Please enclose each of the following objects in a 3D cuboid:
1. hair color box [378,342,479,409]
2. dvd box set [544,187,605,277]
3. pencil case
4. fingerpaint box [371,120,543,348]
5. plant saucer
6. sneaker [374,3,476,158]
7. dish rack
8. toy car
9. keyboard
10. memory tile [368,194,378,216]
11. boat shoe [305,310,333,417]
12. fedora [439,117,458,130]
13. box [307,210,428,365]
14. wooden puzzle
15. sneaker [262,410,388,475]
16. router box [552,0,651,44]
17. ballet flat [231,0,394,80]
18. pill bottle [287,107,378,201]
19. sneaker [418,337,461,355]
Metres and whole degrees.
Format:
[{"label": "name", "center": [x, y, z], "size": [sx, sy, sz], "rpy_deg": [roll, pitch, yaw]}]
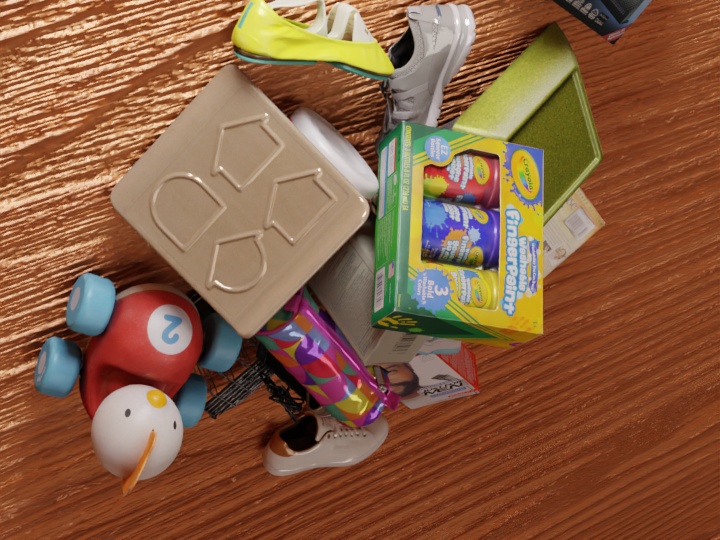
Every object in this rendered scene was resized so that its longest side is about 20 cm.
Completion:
[{"label": "hair color box", "center": [0.080, 0.126, 1.734], "size": [0.109, 0.065, 0.200], "rpy_deg": [-15, 153, 20]}, {"label": "dvd box set", "center": [0.206, -0.047, 1.645], "size": [0.200, 0.029, 0.146], "rpy_deg": [-42, 123, 4]}, {"label": "pencil case", "center": [-0.041, 0.096, 1.441], "size": [0.088, 0.089, 0.200], "rpy_deg": [-40, 124, 6]}, {"label": "fingerpaint box", "center": [0.102, -0.035, 1.300], "size": [0.164, 0.203, 0.073], "rpy_deg": [10, 162, -19]}, {"label": "plant saucer", "center": [0.206, -0.142, 1.447], "size": [0.200, 0.048, 0.201], "rpy_deg": [-45, 133, -23]}, {"label": "sneaker", "center": [0.047, -0.200, 1.330], "size": [0.081, 0.075, 0.202], "rpy_deg": [8, 129, -20]}, {"label": "dish rack", "center": [-0.166, 0.098, 1.504], "size": [0.153, 0.055, 0.200], "rpy_deg": [-38, 151, 3]}, {"label": "toy car", "center": [-0.223, 0.135, 1.302], "size": [0.182, 0.201, 0.178], "rpy_deg": [18, 123, -28]}, {"label": "keyboard", "center": [-0.090, 0.113, 1.529], "size": [0.105, 0.039, 0.200], "rpy_deg": [-69, 155, -17]}, {"label": "memory tile", "center": [0.077, -0.029, 1.411], "size": [0.199, 0.154, 0.017], "rpy_deg": [40, 99, -17]}, {"label": "boat shoe", "center": [-0.019, 0.083, 1.537], "size": [0.072, 0.071, 0.204], "rpy_deg": [3, 98, -65]}, {"label": "fedora", "center": [0.122, -0.087, 1.509], "size": [0.175, 0.091, 0.201], "rpy_deg": [-2, 134, -43]}, {"label": "box", "center": [0.000, 0.000, 1.396], "size": [0.077, 0.201, 0.095], "rpy_deg": [1, 134, -44]}, {"label": "wooden puzzle", "center": [-0.116, -0.067, 1.231], "size": [0.185, 0.200, 0.046], "rpy_deg": [-44, -178, 12]}, {"label": "sneaker", "center": [-0.039, 0.230, 1.779], "size": [0.198, 0.073, 0.085], "rpy_deg": [-15, 145, -29]}, {"label": "router box", "center": [0.260, -0.342, 1.341], "size": [0.150, 0.062, 0.199], "rpy_deg": [-50, 146, 18]}, {"label": "ballet flat", "center": [-0.035, -0.224, 1.209], "size": [0.198, 0.067, 0.068], "rpy_deg": [0, 112, -42]}, {"label": "pill bottle", "center": [-0.088, -0.058, 1.312], "size": [0.200, 0.120, 0.119], "rpy_deg": [-44, 148, 13]}, {"label": "sneaker", "center": [0.071, 0.033, 1.533], "size": [0.199, 0.078, 0.133], "rpy_deg": [6, 94, -66]}]
